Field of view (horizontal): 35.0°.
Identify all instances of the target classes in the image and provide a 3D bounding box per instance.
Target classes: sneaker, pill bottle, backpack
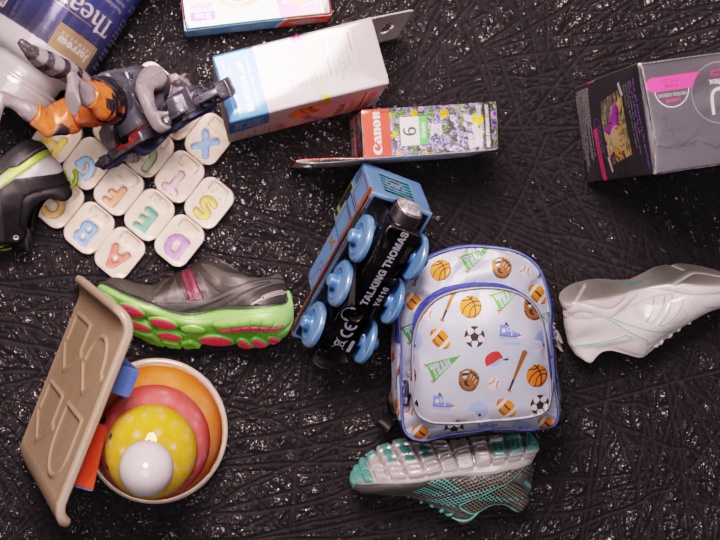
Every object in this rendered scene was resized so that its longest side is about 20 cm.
[{"bbox_3d":[-0.359,-0.039,1.107,0.200,0.072,0.083,-42,99,2],"label":"sneaker"},{"bbox_3d":[-0.286,-0.244,1.092,0.110,0.111,0.201,32,88,-7],"label":"pill bottle"},{"bbox_3d":[0.089,0.223,1.178,0.197,0.078,0.092,-6,108,1],"label":"sneaker"},{"bbox_3d":[-0.164,0.029,1.147,0.197,0.077,0.085,5,57,0],"label":"sneaker"},{"bbox_3d":[0.307,0.044,1.205,0.197,0.071,0.081,-10,108,-4],"label":"sneaker"},{"bbox_3d":[0.111,0.069,1.140,0.197,0.154,0.193,-4,83,-4],"label":"backpack"}]

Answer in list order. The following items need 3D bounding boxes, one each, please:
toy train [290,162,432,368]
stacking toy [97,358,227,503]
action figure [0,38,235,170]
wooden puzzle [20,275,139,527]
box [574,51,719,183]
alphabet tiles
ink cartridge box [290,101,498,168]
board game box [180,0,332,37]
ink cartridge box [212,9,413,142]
[{"bbox_3d":[0.000,0.000,1.113,0.086,0.115,0.201,18,120,-21],"label":"toy train"},{"bbox_3d":[-0.197,0.165,1.074,0.144,0.200,0.148,0,92,-7],"label":"stacking toy"},{"bbox_3d":[-0.213,-0.165,1.047,0.198,0.193,0.106,-21,85,33],"label":"action figure"},{"bbox_3d":[-0.261,0.119,1.080,0.046,0.185,0.203,17,92,-27],"label":"wooden puzzle"},{"bbox_3d":[0.300,-0.149,1.123,0.121,0.200,0.108,-9,94,-7],"label":"box"},{"bbox_3d":[-0.229,-0.101,1.153,0.199,0.015,0.196,40,87,-7],"label":"alphabet tiles"},{"bbox_3d":[0.029,-0.134,1.136,0.197,0.109,0.051,-4,93,-7],"label":"ink cartridge box"},{"bbox_3d":[-0.116,-0.345,1.144,0.151,0.040,0.203,-7,93,-7],"label":"board game box"},{"bbox_3d":[-0.042,-0.189,1.119,0.197,0.115,0.069,-15,90,-7],"label":"ink cartridge box"}]
